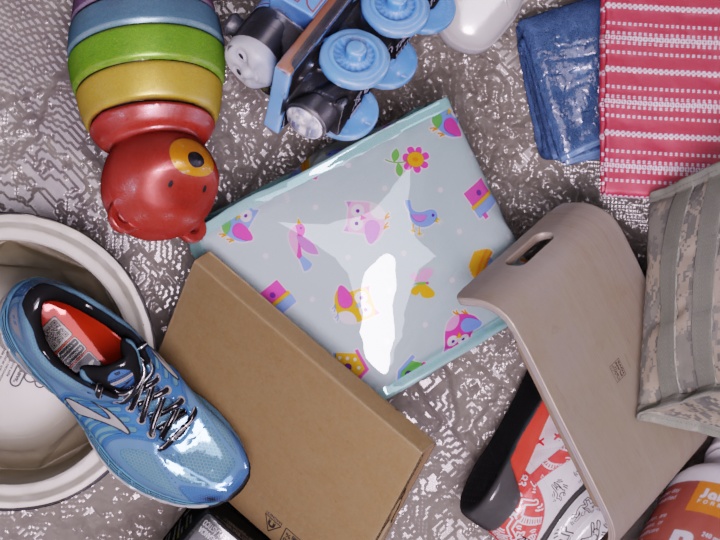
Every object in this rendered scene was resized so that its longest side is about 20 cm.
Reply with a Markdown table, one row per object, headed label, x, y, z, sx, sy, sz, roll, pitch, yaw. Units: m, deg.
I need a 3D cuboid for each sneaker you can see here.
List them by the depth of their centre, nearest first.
| label | x | y | z | sx | sy | sz | roll | pitch | yaw |
| --- | --- | --- | --- | --- | --- | --- | --- | --- | --- |
| sneaker | -0.153 | 0.081 | 1.270 | 0.200 | 0.090 | 0.078 | 40 | 74 | -5 |
| sneaker | 0.099 | -0.248 | 1.354 | 0.072 | 0.085 | 0.201 | 17 | 93 | -6 |
| sneaker | 0.162 | 0.113 | 1.388 | 0.108 | 0.067 | 0.202 | 35 | 82 | -18 |

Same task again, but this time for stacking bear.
| label | x | y | z | sx | sy | sz | roll | pitch | yaw |
| --- | --- | --- | --- | --- | --- | --- | --- | --- | --- |
| stacking bear | -0.136 | -0.117 | 1.300 | 0.121 | 0.113 | 0.201 | 12 | 65 | -43 |

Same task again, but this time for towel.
| label | x | y | z | sx | sy | sz | roll | pitch | yaw |
| --- | --- | --- | --- | --- | --- | --- | --- | --- | --- |
| towel | 0.233 | -0.147 | 1.348 | 0.144 | 0.022 | 0.201 | 1 | 86 | -3 |
| towel | 0.213 | -0.147 | 1.383 | 0.199 | 0.049 | 0.112 | -14 | 93 | -3 |

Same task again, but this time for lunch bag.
| label | x | y | z | sx | sy | sz | roll | pitch | yaw |
| --- | --- | --- | --- | --- | --- | --- | --- | --- | --- |
| lunch bag | 0.268 | 0.012 | 1.232 | 0.117 | 0.200 | 0.165 | 14 | 72 | -25 |
| lunch bag | 0.000 | 0.000 | 1.342 | 0.199 | 0.122 | 0.171 | -28 | 95 | -7 |

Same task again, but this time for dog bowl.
| label | x | y | z | sx | sy | sz | roll | pitch | yaw |
| --- | --- | --- | --- | --- | --- | --- | --- | --- | --- |
| dog bowl | -0.238 | 0.060 | 1.352 | 0.199 | 0.074 | 0.201 | 0 | 92 | -4 |

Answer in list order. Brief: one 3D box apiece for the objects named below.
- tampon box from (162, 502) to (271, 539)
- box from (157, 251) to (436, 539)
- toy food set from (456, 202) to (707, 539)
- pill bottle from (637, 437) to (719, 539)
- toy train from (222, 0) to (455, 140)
| label | x | y | z | sx | sy | sz | roll | pitch | yaw |
| --- | --- | --- | --- | --- | --- | --- | --- | --- | --- |
| tampon box | -0.109 | 0.276 | 1.343 | 0.150 | 0.126 | 0.200 | 38 | 90 | -4 |
| box | -0.055 | 0.105 | 1.310 | 0.200 | 0.021 | 0.164 | 40 | 133 | 16 |
| toy food set | 0.146 | 0.071 | 1.297 | 0.143 | 0.060 | 0.201 | -38 | 104 | -45 |
| pill bottle | 0.235 | 0.202 | 1.308 | 0.112 | 0.112 | 0.200 | 37 | 59 | -5 |
| toy train | -0.010 | -0.173 | 1.306 | 0.114 | 0.087 | 0.200 | 30 | 61 | 10 |
